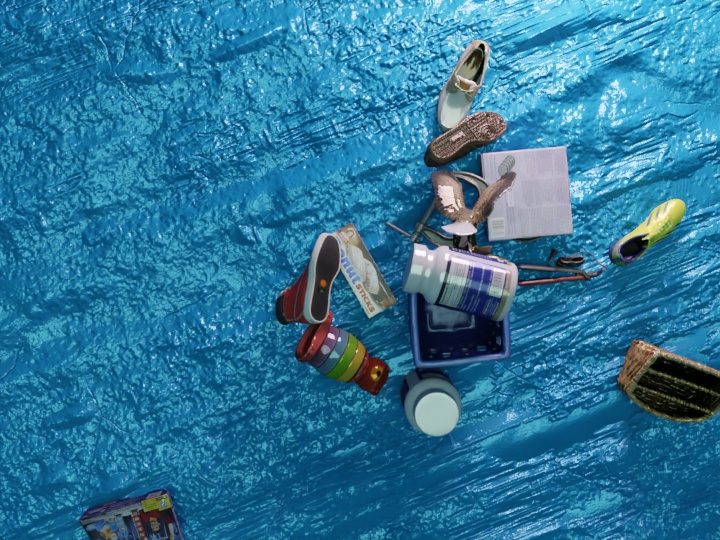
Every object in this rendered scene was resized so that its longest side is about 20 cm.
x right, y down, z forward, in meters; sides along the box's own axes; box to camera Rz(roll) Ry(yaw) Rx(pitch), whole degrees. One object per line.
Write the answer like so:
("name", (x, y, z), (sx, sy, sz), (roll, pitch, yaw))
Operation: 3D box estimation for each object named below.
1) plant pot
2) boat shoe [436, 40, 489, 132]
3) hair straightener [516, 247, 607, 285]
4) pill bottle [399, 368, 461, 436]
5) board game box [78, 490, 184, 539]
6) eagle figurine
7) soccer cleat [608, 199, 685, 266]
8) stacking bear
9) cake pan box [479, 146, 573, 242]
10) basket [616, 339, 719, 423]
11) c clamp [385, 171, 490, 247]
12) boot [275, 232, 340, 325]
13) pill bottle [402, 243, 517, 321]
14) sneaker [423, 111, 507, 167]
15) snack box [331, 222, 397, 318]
("plant pot", (0.195, 0.084, 1.648), (0.200, 0.180, 0.200), (-5, 94, -1))
("boat shoe", (0.215, -0.390, 1.668), (0.075, 0.068, 0.200), (19, 94, -2))
("hair straightener", (0.434, -0.010, 1.715), (0.200, 0.041, 0.077), (-3, 95, -1))
("pill bottle", (0.148, 0.275, 1.650), (0.120, 0.200, 0.120), (0, 95, -1))
("board game box", (-0.483, 0.599, 1.731), (0.200, 0.062, 0.200), (-16, 95, 0))
("eagle figurine", (0.218, -0.121, 1.581), (0.152, 0.151, 0.200), (14, 79, -26))
("soccer cleat", (0.622, -0.078, 1.692), (0.200, 0.084, 0.065), (-38, 94, 1))
("stacking bear", (-0.028, 0.190, 1.688), (0.200, 0.114, 0.122), (33, 66, -14))
("cake pan box", (0.354, -0.160, 1.698), (0.184, 0.052, 0.200), (-7, 94, 2))
("basket", (0.667, 0.251, 1.686), (0.200, 0.149, 0.143), (21, 93, -4))
("c clamp", (0.177, -0.130, 1.681), (0.171, 0.027, 0.200), (37, 97, 11))
("boot", (-0.120, 0.018, 1.682), (0.072, 0.144, 0.200), (28, 67, -38))
("pill bottle", (0.185, 0.018, 1.495), (0.200, 0.116, 0.116), (15, 94, -2))
("sneaker", (0.217, -0.278, 1.683), (0.200, 0.076, 0.070), (-25, 84, -21))
("snack box", (0.000, 0.000, 1.714), (0.072, 0.024, 0.200), (-29, 94, 3))
